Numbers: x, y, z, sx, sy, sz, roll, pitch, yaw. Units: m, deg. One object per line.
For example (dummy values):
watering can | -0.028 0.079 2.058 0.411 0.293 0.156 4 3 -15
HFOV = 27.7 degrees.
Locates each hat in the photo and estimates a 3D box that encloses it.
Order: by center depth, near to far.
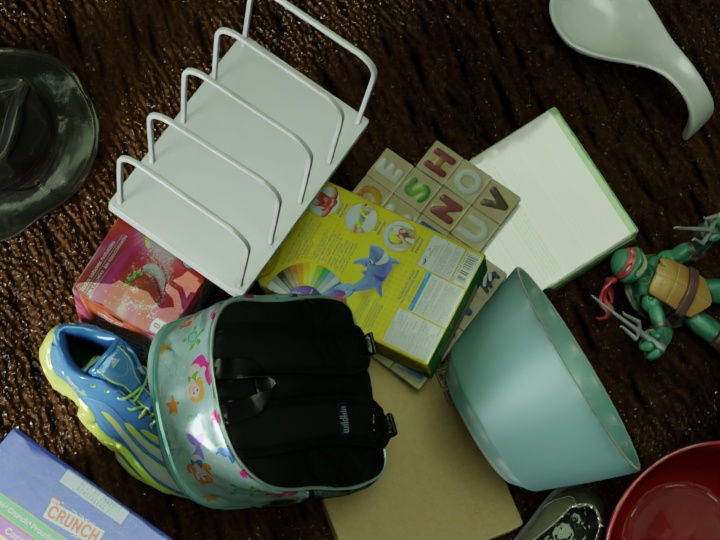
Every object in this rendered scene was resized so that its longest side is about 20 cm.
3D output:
hat | -0.335 -0.130 1.306 0.199 0.081 0.202 2 71 -7

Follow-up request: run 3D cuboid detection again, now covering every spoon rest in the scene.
spoon rest | 0.271 -0.219 1.432 0.099 0.061 0.200 -43 83 -18

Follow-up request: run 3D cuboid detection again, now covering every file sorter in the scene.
file sorter | -0.096 -0.109 1.207 0.138 0.125 0.201 34 71 4

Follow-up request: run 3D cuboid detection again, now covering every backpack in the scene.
backpack | -0.087 0.109 1.193 0.150 0.200 0.179 -18 77 30

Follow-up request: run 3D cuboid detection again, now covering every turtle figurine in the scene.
turtle figurine | 0.300 0.018 1.341 0.199 0.101 0.151 24 88 -17

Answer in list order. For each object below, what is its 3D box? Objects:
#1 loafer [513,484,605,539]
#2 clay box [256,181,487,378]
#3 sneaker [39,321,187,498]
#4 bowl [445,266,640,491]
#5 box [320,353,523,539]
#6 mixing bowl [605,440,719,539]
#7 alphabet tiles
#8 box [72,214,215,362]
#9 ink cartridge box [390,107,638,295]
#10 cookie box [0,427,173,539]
loafer | 0.143 0.268 1.247 0.075 0.070 0.201 32 81 3
clay box | 0.000 0.000 1.304 0.199 0.048 0.115 26 77 16
sneaker | -0.196 0.116 1.236 0.200 0.105 0.076 38 72 5
bowl | 0.146 0.108 1.258 0.105 0.201 0.202 -31 78 11
box | 0.033 0.164 1.297 0.162 0.021 0.201 -19 76 -14
mixing bowl | 0.290 0.241 1.253 0.198 0.108 0.202 0 90 -7
alphabet tiles | 0.049 -0.017 1.332 0.167 0.008 0.200 35 80 17
box | -0.162 -0.027 1.288 0.095 0.100 0.201 29 71 2
ink cartridge box | 0.138 -0.039 1.365 0.199 0.048 0.146 -32 79 -1
cookie box | -0.221 0.216 1.151 0.171 0.200 0.075 35 71 4
